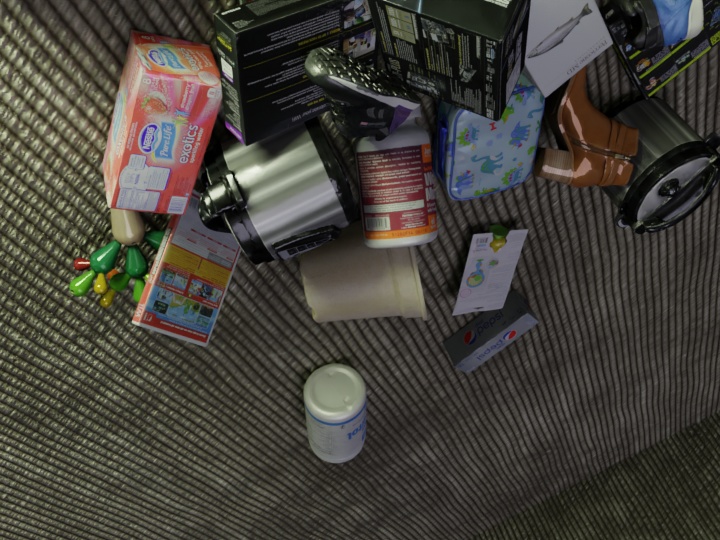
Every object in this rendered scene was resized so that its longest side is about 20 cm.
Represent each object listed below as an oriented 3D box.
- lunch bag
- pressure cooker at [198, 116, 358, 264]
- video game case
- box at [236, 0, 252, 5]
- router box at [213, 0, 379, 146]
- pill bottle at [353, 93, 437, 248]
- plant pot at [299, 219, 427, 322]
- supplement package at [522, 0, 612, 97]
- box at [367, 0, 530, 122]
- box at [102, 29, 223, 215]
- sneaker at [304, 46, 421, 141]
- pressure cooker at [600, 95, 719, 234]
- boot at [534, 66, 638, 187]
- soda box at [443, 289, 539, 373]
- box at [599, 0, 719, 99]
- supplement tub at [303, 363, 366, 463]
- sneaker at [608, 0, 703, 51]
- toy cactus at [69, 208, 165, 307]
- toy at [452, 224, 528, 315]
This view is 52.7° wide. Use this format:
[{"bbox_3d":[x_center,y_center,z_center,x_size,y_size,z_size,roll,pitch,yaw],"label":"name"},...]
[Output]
[{"bbox_3d":[0.189,-0.208,1.109,0.159,0.083,0.201,-18,141,-10],"label":"lunch bag"},{"bbox_3d":[-0.120,-0.107,0.977,0.198,0.180,0.177,-24,132,-1],"label":"pressure cooker"},{"bbox_3d":[-0.240,-0.002,1.052,0.143,0.017,0.203,31,75,-56],"label":"video game case"},{"bbox_3d":[-0.077,-0.356,0.827,0.135,0.040,0.201,-14,141,-15],"label":"box"},{"bbox_3d":[-0.068,-0.249,0.846,0.198,0.051,0.150,-28,146,-26],"label":"router box"},{"bbox_3d":[0.047,-0.139,1.019,0.108,0.109,0.203,-9,101,-18],"label":"pill bottle"},{"bbox_3d":[0.000,0.000,1.183,0.181,0.202,0.202,-12,142,3],"label":"plant pot"},{"bbox_3d":[0.223,-0.347,0.938,0.116,0.118,0.199,-38,140,15],"label":"supplement package"},{"bbox_3d":[0.108,-0.279,0.856,0.087,0.162,0.200,-64,165,-8],"label":"box"},{"bbox_3d":[-0.249,-0.176,0.898,0.101,0.095,0.201,2,134,-30],"label":"box"},{"bbox_3d":[-0.006,-0.195,0.867,0.088,0.076,0.199,-50,152,23],"label":"sneaker"},{"bbox_3d":[0.490,-0.168,1.217,0.176,0.201,0.177,-18,144,-15],"label":"pressure cooker"},{"bbox_3d":[0.362,-0.227,1.120,0.153,0.077,0.203,5,103,-8],"label":"boot"},{"bbox_3d":[0.279,0.133,1.563,0.199,0.069,0.063,-40,138,18],"label":"soda box"},{"bbox_3d":[0.475,-0.384,1.091,0.199,0.048,0.192,-40,141,17],"label":"box"},{"bbox_3d":[-0.051,0.301,1.529,0.130,0.133,0.201,-15,141,-12],"label":"supplement tub"},{"bbox_3d":[0.389,-0.397,0.973,0.110,0.077,0.202,-18,119,0],"label":"sneaker"},{"bbox_3d":[-0.323,-0.031,1.050,0.197,0.103,0.167,-11,121,-13],"label":"toy cactus"},{"bbox_3d":[0.241,-0.005,1.401,0.113,0.048,0.202,-6,135,-17],"label":"toy"}]
